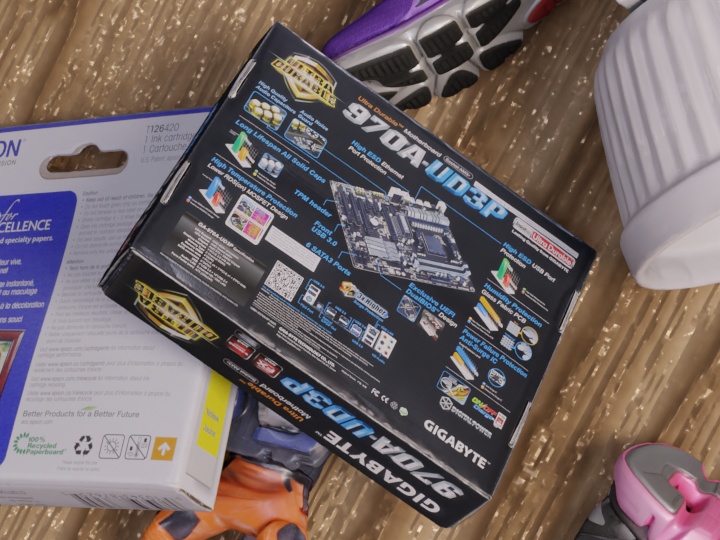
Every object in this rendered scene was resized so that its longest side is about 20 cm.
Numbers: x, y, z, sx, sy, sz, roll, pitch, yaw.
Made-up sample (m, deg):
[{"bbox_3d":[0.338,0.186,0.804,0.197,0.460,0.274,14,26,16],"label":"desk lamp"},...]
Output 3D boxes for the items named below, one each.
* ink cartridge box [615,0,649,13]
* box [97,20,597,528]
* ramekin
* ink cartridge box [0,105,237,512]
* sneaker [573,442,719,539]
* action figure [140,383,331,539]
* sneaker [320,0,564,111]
[{"bbox_3d":[0.187,-0.214,0.805,0.199,0.084,0.145,-22,81,19],"label":"ink cartridge box"},{"bbox_3d":[0.000,0.000,0.862,0.199,0.046,0.159,34,53,-9],"label":"box"},{"bbox_3d":[0.199,-0.076,0.826,0.199,0.200,0.106,-21,77,10],"label":"ramekin"},{"bbox_3d":[-0.145,0.019,0.927,0.196,0.047,0.201,-2,61,28],"label":"ink cartridge box"},{"bbox_3d":[0.182,0.179,0.894,0.200,0.079,0.096,44,116,11],"label":"sneaker"},{"bbox_3d":[-0.071,0.095,0.943,0.199,0.104,0.195,20,86,36],"label":"action figure"},{"bbox_3d":[0.058,-0.156,0.924,0.200,0.081,0.084,-38,68,-1],"label":"sneaker"}]
